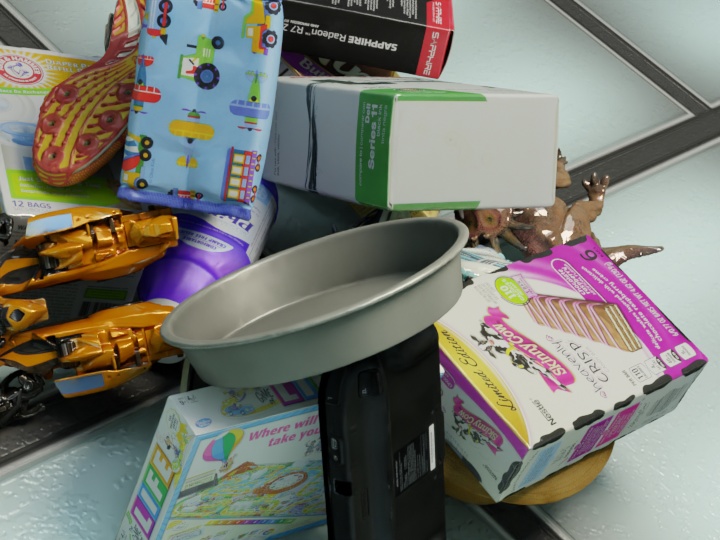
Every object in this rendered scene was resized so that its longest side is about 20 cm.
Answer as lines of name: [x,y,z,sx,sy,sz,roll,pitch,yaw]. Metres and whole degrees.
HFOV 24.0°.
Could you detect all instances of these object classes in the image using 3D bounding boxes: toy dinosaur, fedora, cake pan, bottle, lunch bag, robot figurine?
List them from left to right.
robot figurine: [-0.210,0.024,1.099,0.198,0.058,0.147,-13,93,-20]
bottle: [-0.120,-0.010,1.261,0.083,0.066,0.201,18,37,2]
lunch bag: [-0.098,-0.126,1.187,0.093,0.153,0.200,9,8,2]
cake pan: [-0.024,0.020,1.036,0.198,0.037,0.200,-17,13,4]
fedora: [0.089,0.104,1.230,0.198,0.082,0.202,14,42,-13]
toy dinosaur: [0.152,-0.032,1.435,0.199,0.086,0.136,31,37,-1]

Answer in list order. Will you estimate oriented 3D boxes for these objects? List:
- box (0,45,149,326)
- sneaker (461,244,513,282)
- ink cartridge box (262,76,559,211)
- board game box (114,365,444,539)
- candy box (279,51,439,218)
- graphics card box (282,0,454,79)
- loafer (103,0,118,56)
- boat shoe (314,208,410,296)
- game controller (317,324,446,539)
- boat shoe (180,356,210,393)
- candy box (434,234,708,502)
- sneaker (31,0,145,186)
box: [-0.230,-0.063,1.233,0.111,0.102,0.201,5,41,-26]
sneaker: [0.121,0.015,1.365,0.198,0.078,0.087,16,29,-17]
ink cartridge box: [0.032,-0.097,1.253,0.145,0.084,0.199,-4,11,-31]
board game box: [-0.050,0.119,1.086,0.198,0.135,0.034,-11,48,-39]
candy box: [-0.004,-0.128,1.420,0.200,0.056,0.117,48,37,-11]
graphics card box: [-0.026,-0.220,1.365,0.197,0.051,0.126,10,36,-7]
loafer: [-0.177,-0.140,1.313,0.072,0.062,0.202,34,37,-48]
boat shoe: [0.000,0.000,1.215,0.061,0.075,0.200,-2,22,16]
game controller: [0.017,0.124,1.069,0.042,0.202,0.104,15,33,29]
boat shoe: [-0.067,0.053,1.198,0.062,0.074,0.202,-6,25,26]
candy box: [0.129,0.062,1.182,0.199,0.061,0.137,-21,58,-40]
sneaker: [-0.167,-0.123,1.202,0.072,0.078,0.201,16,49,16]
